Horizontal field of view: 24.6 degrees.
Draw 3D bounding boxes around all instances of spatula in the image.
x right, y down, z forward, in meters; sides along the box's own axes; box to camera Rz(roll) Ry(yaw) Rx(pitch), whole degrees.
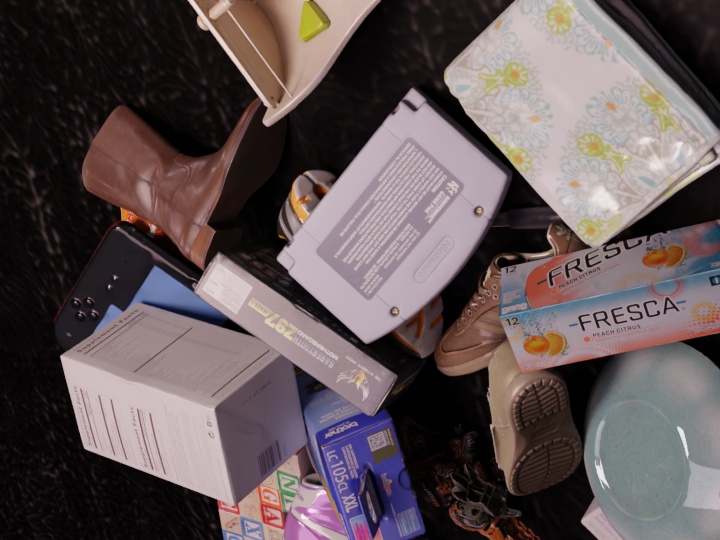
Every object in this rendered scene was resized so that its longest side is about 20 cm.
[{"bbox_3d":[0.113,-0.044,1.442,0.199,0.021,0.057,-4,99,31],"label":"spatula"}]

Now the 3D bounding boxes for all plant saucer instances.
[{"bbox_3d":[0.251,0.160,1.419,0.200,0.038,0.203,9,102,51],"label":"plant saucer"}]

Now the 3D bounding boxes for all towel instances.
[{"bbox_3d":[0.179,-0.129,1.312,0.200,0.048,0.171,48,133,-1],"label":"towel"}]

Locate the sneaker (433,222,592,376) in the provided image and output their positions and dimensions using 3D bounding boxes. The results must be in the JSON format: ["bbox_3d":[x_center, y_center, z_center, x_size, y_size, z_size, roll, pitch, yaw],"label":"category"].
[{"bbox_3d":[0.128,0.020,1.448,0.199,0.071,0.076,-33,109,34],"label":"sneaker"}]

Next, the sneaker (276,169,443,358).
[{"bbox_3d":[0.000,0.000,1.523,0.200,0.078,0.077,51,139,3],"label":"sneaker"}]

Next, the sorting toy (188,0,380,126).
[{"bbox_3d":[-0.058,-0.256,1.359,0.179,0.107,0.201,-29,102,36],"label":"sorting toy"}]

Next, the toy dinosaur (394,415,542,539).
[{"bbox_3d":[0.117,0.208,1.600,0.199,0.103,0.136,24,151,-7],"label":"toy dinosaur"}]

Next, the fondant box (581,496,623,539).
[{"bbox_3d":[0.313,0.217,1.475,0.144,0.058,0.200,44,134,0],"label":"fondant box"}]

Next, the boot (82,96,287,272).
[{"bbox_3d":[-0.174,-0.120,1.561,0.200,0.064,0.187,36,108,34],"label":"boot"}]

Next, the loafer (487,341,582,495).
[{"bbox_3d":[0.152,0.130,1.467,0.201,0.075,0.069,83,168,-52],"label":"loafer"}]

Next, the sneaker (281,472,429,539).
[{"bbox_3d":[0.026,0.263,1.685,0.199,0.073,0.115,14,107,-6],"label":"sneaker"}]

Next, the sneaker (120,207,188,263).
[{"bbox_3d":[-0.214,0.004,1.686,0.077,0.073,0.201,38,133,33],"label":"sneaker"}]

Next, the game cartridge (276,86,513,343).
[{"bbox_3d":[0.034,-0.041,1.434,0.133,0.042,0.200,41,108,1],"label":"game cartridge"}]

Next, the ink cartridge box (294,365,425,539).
[{"bbox_3d":[-0.004,0.175,1.569,0.200,0.076,0.137,-127,18,-61],"label":"ink cartridge box"}]

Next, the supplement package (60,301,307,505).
[{"bbox_3d":[-0.166,0.121,1.550,0.199,0.114,0.110,15,127,36],"label":"supplement package"}]

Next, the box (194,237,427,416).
[{"bbox_3d":[-0.040,0.048,1.525,0.199,0.158,0.051,35,103,8],"label":"box"}]

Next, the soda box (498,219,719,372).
[{"bbox_3d":[0.214,0.021,1.340,0.198,0.064,0.069,-13,127,16],"label":"soda box"}]

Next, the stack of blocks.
[{"bbox_3d":[-0.094,0.218,1.755,0.114,0.059,0.201,13,128,26],"label":"stack of blocks"}]

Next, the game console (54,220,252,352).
[{"bbox_3d":[-0.196,0.064,1.642,0.199,0.031,0.177,35,129,-3],"label":"game console"}]
